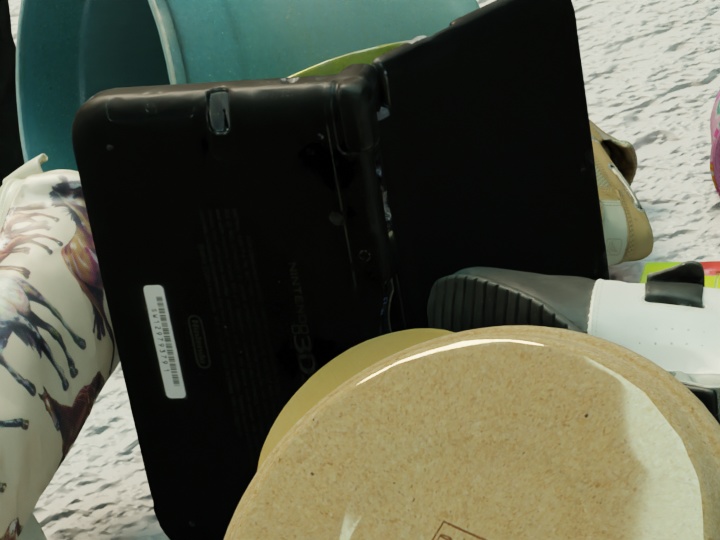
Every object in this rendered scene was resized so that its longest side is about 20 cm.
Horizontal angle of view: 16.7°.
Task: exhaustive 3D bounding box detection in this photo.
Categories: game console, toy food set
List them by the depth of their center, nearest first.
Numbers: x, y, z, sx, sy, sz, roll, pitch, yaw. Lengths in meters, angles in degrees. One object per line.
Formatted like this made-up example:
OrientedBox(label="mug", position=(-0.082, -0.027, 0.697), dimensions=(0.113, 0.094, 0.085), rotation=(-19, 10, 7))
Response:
OrientedBox(label="toy food set", position=(0.036, 0.108, 0.821), dimensions=(0.200, 0.049, 0.198), rotation=(5, 62, 27))
OrientedBox(label="game console", position=(0.000, 0.000, 0.969), dimensions=(0.176, 0.200, 0.116), rotation=(-2, 25, 17))

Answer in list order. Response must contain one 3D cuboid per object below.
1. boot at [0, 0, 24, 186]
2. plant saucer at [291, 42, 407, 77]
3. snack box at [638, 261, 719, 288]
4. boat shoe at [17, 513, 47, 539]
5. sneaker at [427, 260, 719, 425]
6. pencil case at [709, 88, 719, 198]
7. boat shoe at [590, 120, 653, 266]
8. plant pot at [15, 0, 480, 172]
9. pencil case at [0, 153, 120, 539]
OrientedBox(label="boot", position=(-0.213, -0.125, 1.352), dimensions=(0.073, 0.163, 0.198), rotation=(-7, 25, 3))
OrientedBox(label="plant saucer", position=(0.005, -0.020, 1.040), dimensions=(0.200, 0.200, 0.031), rotation=(-15, 58, -11))
OrientedBox(label="snack box", position=(0.166, 0.060, 0.954), dimensions=(0.142, 0.053, 0.200), rotation=(-2, 27, 19))
OrientedBox(label="boat shoe", position=(-0.200, 0.089, 1.009), dimensions=(0.064, 0.071, 0.200), rotation=(-23, 30, -28))
OrientedBox(label="sneaker", position=(0.119, 0.038, 0.885), dimensions=(0.200, 0.074, 0.089), rotation=(20, 38, 31))
OrientedBox(label="pencil case", position=(0.219, -0.092, 1.219), dimensions=(0.087, 0.087, 0.200), rotation=(-3, 27, 15))
OrientedBox(label="boat shoe", position=(0.099, -0.050, 1.211), dimensions=(0.076, 0.072, 0.200), rotation=(2, 31, -9))
OrientedBox(label="plant pot", position=(-0.043, -0.078, 1.180), dimensions=(0.188, 0.200, 0.200), rotation=(-8, 22, -28))
OrientedBox(label="pencil case", position=(-0.146, 0.041, 0.937), dimensions=(0.078, 0.089, 0.200), rotation=(-13, 31, 31))
